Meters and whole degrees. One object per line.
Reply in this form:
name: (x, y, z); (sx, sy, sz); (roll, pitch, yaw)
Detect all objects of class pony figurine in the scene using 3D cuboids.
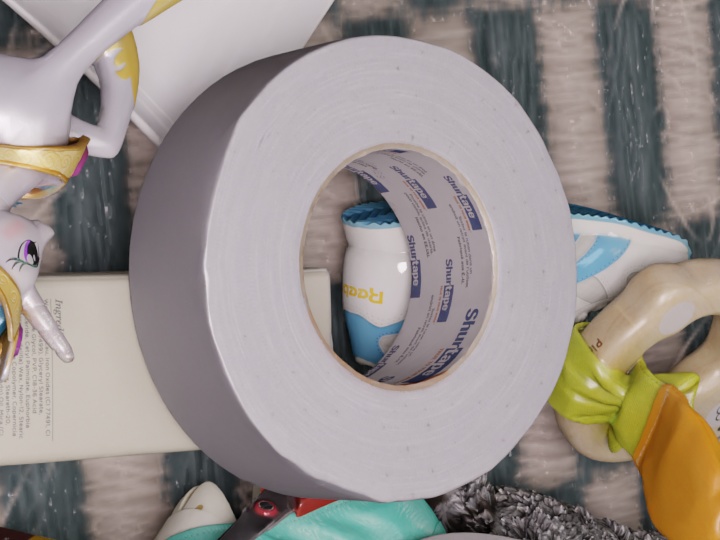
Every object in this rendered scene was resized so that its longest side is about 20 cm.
pony figurine: (-0.168, -0.077, 0.868); (0.192, 0.166, 0.201); (30, 60, -16)

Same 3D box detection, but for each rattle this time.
rattle: (0.197, 0.077, 1.118); (0.200, 0.143, 0.131); (27, 94, -50)

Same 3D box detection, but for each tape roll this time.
tape roll: (0.000, 0.000, 0.967); (0.199, 0.066, 0.202); (3, 84, -35)

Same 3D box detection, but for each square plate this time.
square plate: (-0.090, -0.175, 1.007); (0.200, 0.028, 0.199); (43, 67, -27)

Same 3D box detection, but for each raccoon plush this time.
raccoon plush: (0.110, 0.124, 1.116); (0.134, 0.096, 0.201); (-33, 108, -38)

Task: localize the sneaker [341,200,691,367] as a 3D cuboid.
sneaker: (0.077, 0.006, 1.104); (0.199, 0.076, 0.082); (-2, 100, -29)

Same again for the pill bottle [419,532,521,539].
pill bottle: (0.049, 0.231, 1.024); (0.115, 0.116, 0.202); (-2, 110, -35)

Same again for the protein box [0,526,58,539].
protein box: (-0.115, 0.229, 0.888); (0.135, 0.199, 0.200); (-36, 110, -29)

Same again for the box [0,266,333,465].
box: (-0.111, 0.040, 0.970); (0.199, 0.068, 0.083); (0, 90, -35)

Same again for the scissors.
scissors: (-0.042, 0.103, 0.999); (0.199, 0.073, 0.014); (-20, 136, -46)

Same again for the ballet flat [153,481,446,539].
ballet flat: (-0.049, 0.130, 1.024); (0.199, 0.067, 0.071); (-6, 57, -37)
